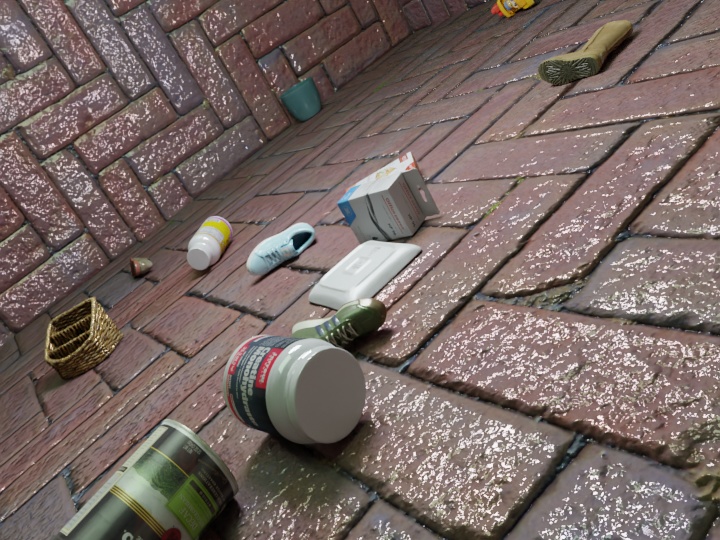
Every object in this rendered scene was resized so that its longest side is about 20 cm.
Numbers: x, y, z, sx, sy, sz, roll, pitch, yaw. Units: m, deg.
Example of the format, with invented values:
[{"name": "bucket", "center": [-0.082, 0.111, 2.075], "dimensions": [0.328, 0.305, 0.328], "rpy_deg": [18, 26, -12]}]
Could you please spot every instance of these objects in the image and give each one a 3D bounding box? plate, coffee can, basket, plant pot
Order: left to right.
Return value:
[{"name": "basket", "center": [-0.805, 0.199, 1.863], "dimensions": [0.196, 0.151, 0.144], "rpy_deg": [-23, 23, 19]}, {"name": "coffee can", "center": [-0.277, 0.321, 0.862], "dimensions": [0.144, 0.148, 0.200], "rpy_deg": [-7, 33, 48]}, {"name": "plant pot", "center": [-0.293, -0.867, 3.380], "dimensions": [0.197, 0.163, 0.202], "rpy_deg": [-27, 21, 12]}, {"name": "plate", "center": [0.000, 0.000, 1.312], "dimensions": [0.199, 0.033, 0.198], "rpy_deg": [-41, 22, -20]}]

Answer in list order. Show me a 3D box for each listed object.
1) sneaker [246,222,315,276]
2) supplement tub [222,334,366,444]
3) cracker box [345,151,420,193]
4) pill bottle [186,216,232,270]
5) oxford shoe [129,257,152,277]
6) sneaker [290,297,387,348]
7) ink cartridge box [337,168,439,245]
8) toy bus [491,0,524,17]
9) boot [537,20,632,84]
[{"name": "sneaker", "center": [-0.198, -0.055, 1.648], "dimensions": [0.199, 0.075, 0.082], "rpy_deg": [-39, 19, -13]}, {"name": "supplement tub", "center": [-0.098, 0.168, 0.945], "dimensions": [0.198, 0.142, 0.140], "rpy_deg": [-4, 35, 51]}, {"name": "cracker box", "center": [0.057, -0.205, 1.631], "dimensions": [0.197, 0.058, 0.135], "rpy_deg": [-28, 22, 11]}, {"name": "pill bottle", "center": [-0.473, -0.082, 2.052], "dimensions": [0.102, 0.106, 0.201], "rpy_deg": [-24, 23, 20]}, {"name": "oxford shoe", "center": [-0.827, -0.014, 2.488], "dimensions": [0.073, 0.073, 0.199], "rpy_deg": [-11, 11, -24]}, {"name": "sneaker", "center": [-0.046, 0.117, 1.095], "dimensions": [0.197, 0.068, 0.091], "rpy_deg": [-20, 32, 31]}, {"name": "ink cartridge box", "center": [0.057, -0.131, 1.391], "dimensions": [0.197, 0.117, 0.068], "rpy_deg": [-10, 30, 46]}, {"name": "toy bus", "center": [0.611, -1.096, 2.660], "dimensions": [0.191, 0.136, 0.202], "rpy_deg": [-35, 20, 33]}, {"name": "boot", "center": [0.560, -0.543, 1.639], "dimensions": [0.172, 0.067, 0.200], "rpy_deg": [9, 46, 43]}]
